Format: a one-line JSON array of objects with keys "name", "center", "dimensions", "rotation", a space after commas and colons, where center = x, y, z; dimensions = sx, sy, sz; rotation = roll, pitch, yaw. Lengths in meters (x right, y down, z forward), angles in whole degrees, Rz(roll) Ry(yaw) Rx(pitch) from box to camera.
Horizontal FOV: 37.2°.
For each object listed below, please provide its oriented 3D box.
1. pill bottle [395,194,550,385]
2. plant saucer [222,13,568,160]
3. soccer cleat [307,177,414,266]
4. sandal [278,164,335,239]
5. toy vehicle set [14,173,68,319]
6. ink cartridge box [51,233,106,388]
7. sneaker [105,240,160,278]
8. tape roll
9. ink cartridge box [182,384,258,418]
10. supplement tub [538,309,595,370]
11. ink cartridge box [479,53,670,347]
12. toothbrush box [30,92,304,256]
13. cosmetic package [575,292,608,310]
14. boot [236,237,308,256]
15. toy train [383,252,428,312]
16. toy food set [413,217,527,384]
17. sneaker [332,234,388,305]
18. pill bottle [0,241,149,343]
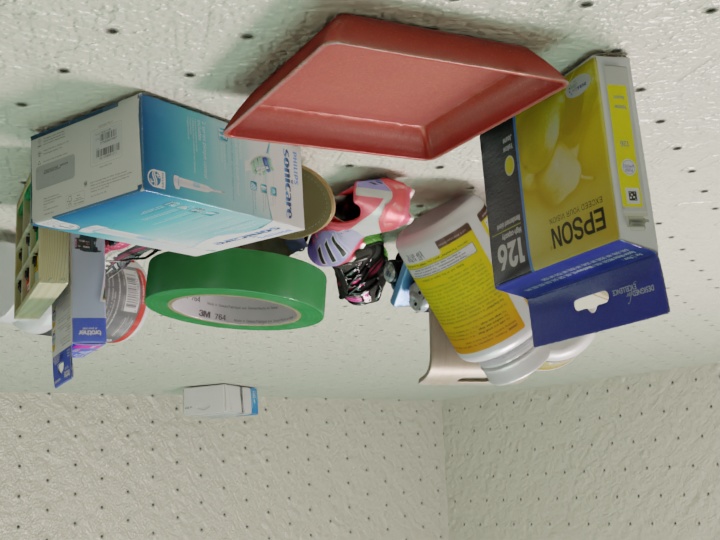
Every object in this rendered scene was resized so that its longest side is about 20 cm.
[{"name": "pill bottle", "center": [0.130, 0.024, 1.186], "dimensions": [0.109, 0.200, 0.109], "rotation": [-29, -170, 6]}, {"name": "plant saucer", "center": [0.020, -0.138, 0.819], "dimensions": [0.200, 0.037, 0.200], "rotation": [4, 166, -27]}, {"name": "soccer cleat", "center": [-0.018, -0.054, 1.159], "dimensions": [0.076, 0.067, 0.200], "rotation": [13, 160, -28]}, {"name": "sandal", "center": [-0.081, -0.070, 1.088], "dimensions": [0.212, 0.078, 0.070], "rotation": [-11, -173, 45]}, {"name": "toy vehicle set", "center": [-0.316, -0.029, 1.054], "dimensions": [0.026, 0.124, 0.200], "rotation": [2, 167, -23]}, {"name": "ink cartridge box", "center": [-0.287, 0.016, 1.086], "dimensions": [0.042, 0.200, 0.119], "rotation": [4, 167, -24]}, {"name": "sneaker", "center": [-0.252, -0.035, 1.151], "dimensions": [0.075, 0.081, 0.200], "rotation": [2, 167, -33]}, {"name": "tape roll", "center": [-0.138, 0.024, 1.196], "dimensions": [0.200, 0.048, 0.200], "rotation": [4, 164, 1]}, {"name": "ink cartridge box", "center": [-0.414, 0.390, 3.173], "dimensions": [0.146, 0.086, 0.200], "rotation": [-8, 166, 21]}, {"name": "supplement tub", "center": [0.288, 0.080, 1.669], "dimensions": [0.144, 0.145, 0.200], "rotation": [-3, 168, 2]}, {"name": "ink cartridge box", "center": [0.166, -0.047, 0.882], "dimensions": [0.047, 0.200, 0.198], "rotation": [1, 168, -22]}, {"name": "toothbrush box", "center": [-0.167, -0.076, 0.951], "dimensions": [0.146, 0.085, 0.200], "rotation": [-12, 164, 36]}, {"name": "cosmetic package", "center": [0.252, -0.016, 1.303], "dimensions": [0.073, 0.104, 0.200], "rotation": [-10, 168, 28]}, {"name": "boot", "center": [-0.094, -0.027, 1.238], "dimensions": [0.097, 0.075, 0.200], "rotation": [-2, 167, 11]}, {"name": "toy train", "center": [0.129, 0.016, 1.368], "dimensions": [0.200, 0.087, 0.114], "rotation": [1, -148, -28]}, {"name": "toy food set", "center": [0.131, 0.037, 1.284], "dimensions": [0.143, 0.200, 0.060], "rotation": [4, 170, -26]}, {"name": "sneaker", "center": [0.000, 0.000, 1.365], "dimensions": [0.077, 0.084, 0.200], "rotation": [-6, 168, 15]}, {"name": "pill bottle", "center": [-0.369, 0.025, 1.330], "dimensions": [0.116, 0.116, 0.200], "rotation": [-10, 166, 34]}]
